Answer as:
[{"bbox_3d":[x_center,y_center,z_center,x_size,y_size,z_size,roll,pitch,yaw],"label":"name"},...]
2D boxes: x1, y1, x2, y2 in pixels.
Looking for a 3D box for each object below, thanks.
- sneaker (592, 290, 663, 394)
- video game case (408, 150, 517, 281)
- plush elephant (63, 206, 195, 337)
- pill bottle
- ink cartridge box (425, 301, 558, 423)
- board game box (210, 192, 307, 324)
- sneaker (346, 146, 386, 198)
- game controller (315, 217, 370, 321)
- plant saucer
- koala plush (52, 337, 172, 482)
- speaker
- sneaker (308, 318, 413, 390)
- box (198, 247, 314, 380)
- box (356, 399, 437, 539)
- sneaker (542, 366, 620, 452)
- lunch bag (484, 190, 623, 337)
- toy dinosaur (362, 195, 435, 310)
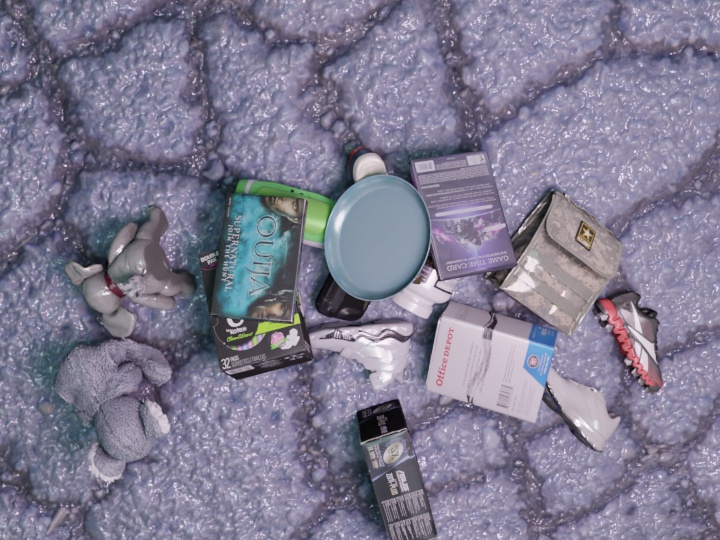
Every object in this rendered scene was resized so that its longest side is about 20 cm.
[{"bbox_3d":[0.502,0.124,1.478,0.097,0.071,0.202,-30,97,4],"label":"sneaker"},{"bbox_3d":[0.166,-0.092,1.342,0.141,0.019,0.203,-9,79,-19],"label":"video game case"},{"bbox_3d":[-0.396,0.015,1.386,0.153,0.200,0.167,-19,107,19],"label":"plush elephant"},{"bbox_3d":[0.129,-0.025,1.419,0.111,0.113,0.202,27,97,-6],"label":"pill bottle"},{"bbox_3d":[0.225,0.154,1.423,0.197,0.084,0.147,16,112,13],"label":"ink cartridge box"},{"bbox_3d":[-0.160,-0.021,1.322,0.133,0.028,0.204,4,77,5],"label":"board game box"},{"bbox_3d":[0.016,-0.120,1.427,0.074,0.085,0.203,-12,123,-13],"label":"sneaker"},{"bbox_3d":[0.000,0.000,1.425,0.103,0.042,0.202,10,117,-42],"label":"game controller"},{"bbox_3d":[0.030,-0.051,1.325,0.197,0.027,0.204,-5,81,31],"label":"plant saucer"},{"bbox_3d":[-0.401,0.231,1.361,0.176,0.184,0.201,-37,58,5],"label":"koala plush"},{"bbox_3d":[-0.119,-0.095,1.412,0.197,0.088,0.090,14,98,-4],"label":"speaker"},{"bbox_3d":[-0.003,0.150,1.457,0.196,0.075,0.117,-4,96,-5],"label":"sneaker"},{"bbox_3d":[-0.173,0.062,1.382,0.146,0.124,0.203,-13,76,0],"label":"box"},{"bbox_3d":[0.062,0.352,1.446,0.085,0.164,0.203,-16,98,0],"label":"box"},{"bbox_3d":[0.390,0.235,1.500,0.087,0.074,0.200,-45,105,-8],"label":"sneaker"},{"bbox_3d":[0.344,-0.017,1.428,0.163,0.118,0.201,34,93,-12],"label":"lunch bag"},{"bbox_3d":[0.064,-0.021,1.362,0.076,0.102,0.202,18,109,-41],"label":"toy dinosaur"}]
